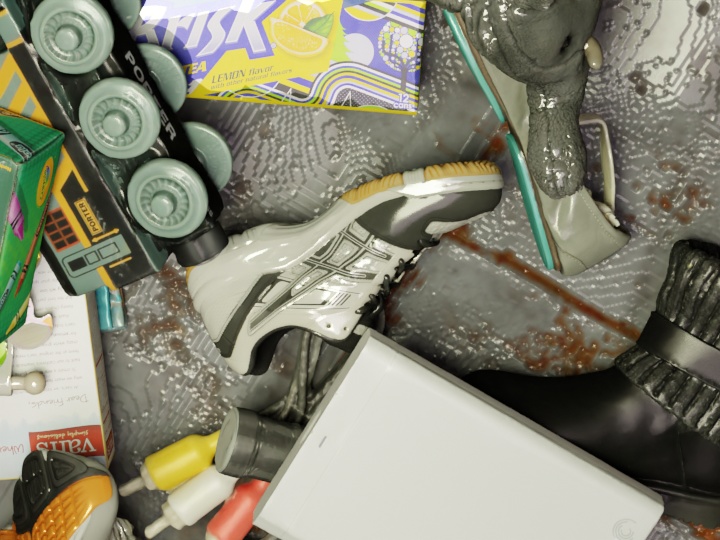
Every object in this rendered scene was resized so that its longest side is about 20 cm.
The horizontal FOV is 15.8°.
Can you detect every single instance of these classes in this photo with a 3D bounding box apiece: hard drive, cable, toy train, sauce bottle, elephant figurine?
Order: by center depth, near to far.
[{"bbox_3d":[0.092,-0.171,1.390,0.154,0.142,0.201,23,65,-6],"label":"elephant figurine"},{"bbox_3d":[-0.152,-0.080,1.430,0.113,0.085,0.201,-23,108,20],"label":"toy train"},{"bbox_3d":[0.056,0.138,1.498,0.199,0.026,0.132,30,104,-9],"label":"hard drive"},{"bbox_3d":[0.013,0.123,1.546,0.199,0.065,0.065,17,107,-16],"label":"sauce bottle"},{"bbox_3d":[-0.047,0.099,1.562,0.200,0.050,0.097,-43,101,12],"label":"cable"}]

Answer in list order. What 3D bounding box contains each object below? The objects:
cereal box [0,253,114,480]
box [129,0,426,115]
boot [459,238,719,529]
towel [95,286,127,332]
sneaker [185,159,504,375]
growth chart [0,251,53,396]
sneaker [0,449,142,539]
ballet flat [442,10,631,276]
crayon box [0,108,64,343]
[{"bbox_3d":[-0.226,0.025,1.524,0.143,0.040,0.201,-4,106,3],"label":"cereal box"},{"bbox_3d":[-0.063,-0.135,1.483,0.199,0.064,0.071,5,107,0],"label":"box"},{"bbox_3d":[0.159,0.053,1.530,0.210,0.080,0.159,13,114,-15],"label":"boot"},{"bbox_3d":[-0.225,-0.048,1.534,0.146,0.022,0.201,-8,107,2],"label":"towel"},{"bbox_3d":[0.000,0.000,1.510,0.199,0.076,0.088,-22,82,17],"label":"sneaker"},{"bbox_3d":[-0.256,-0.017,1.483,0.144,0.018,0.201,-9,105,8],"label":"growth chart"},{"bbox_3d":[-0.161,0.158,1.537,0.091,0.200,0.076,1,66,-20],"label":"sneaker"},{"bbox_3d":[0.104,-0.092,1.497,0.063,0.067,0.201,-23,112,3],"label":"ballet flat"},{"bbox_3d":[-0.268,-0.049,1.414,0.199,0.058,0.119,22,116,13],"label":"crayon box"}]
